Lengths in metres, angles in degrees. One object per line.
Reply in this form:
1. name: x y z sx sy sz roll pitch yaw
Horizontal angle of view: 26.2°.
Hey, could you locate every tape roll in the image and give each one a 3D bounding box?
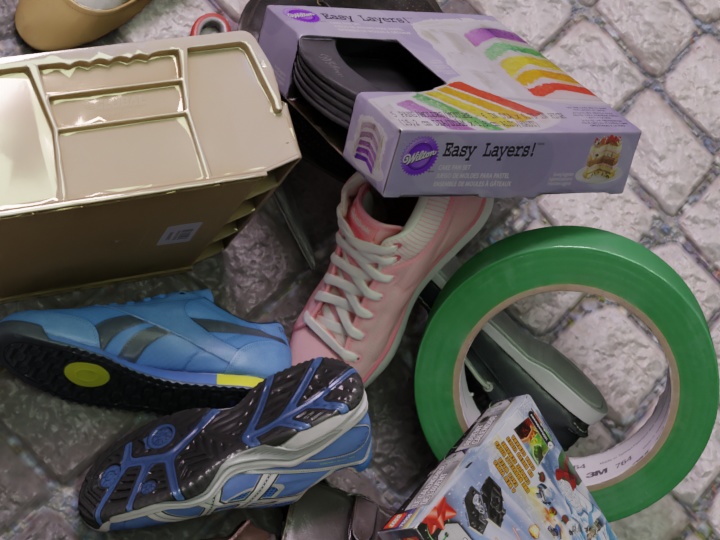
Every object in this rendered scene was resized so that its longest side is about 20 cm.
1. tape roll: 0.137 0.072 1.035 0.199 0.048 0.202 2 109 6

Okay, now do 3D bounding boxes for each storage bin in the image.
1. storage bin: -0.162 -0.059 0.970 0.197 0.200 0.094 -11 77 -23

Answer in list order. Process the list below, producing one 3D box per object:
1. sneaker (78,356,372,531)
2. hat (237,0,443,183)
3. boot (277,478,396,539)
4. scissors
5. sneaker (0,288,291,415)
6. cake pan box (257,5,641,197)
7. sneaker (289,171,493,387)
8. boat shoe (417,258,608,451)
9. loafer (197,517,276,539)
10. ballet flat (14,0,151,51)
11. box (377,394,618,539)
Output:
1. sneaker: -0.083 0.129 0.988 0.199 0.077 0.076 -19 40 4
2. hat: -0.009 -0.127 1.113 0.200 0.081 0.202 13 58 -22
3. boot: 0.015 0.235 1.017 0.173 0.069 0.201 10 65 -11
4. scissors: -0.079 -0.094 1.120 0.073 0.014 0.201 -3 74 -24
5. sneaker: -0.142 0.047 1.023 0.199 0.066 0.079 11 56 -16
6. cake pan box: 0.050 -0.111 0.999 0.199 0.053 0.184 -2 31 -31
7. sneaker: 0.000 0.000 1.023 0.075 0.105 0.201 41 99 27
8. boat shoe: 0.083 0.053 1.096 0.200 0.076 0.060 44 108 5
9. loafer: -0.144 0.198 0.956 0.199 0.073 0.071 -24 81 -24
10. ballet flat: -0.161 -0.225 1.105 0.200 0.063 0.069 -38 87 -26
11. box: 0.110 0.200 0.986 0.137 0.040 0.201 -42 106 -39
